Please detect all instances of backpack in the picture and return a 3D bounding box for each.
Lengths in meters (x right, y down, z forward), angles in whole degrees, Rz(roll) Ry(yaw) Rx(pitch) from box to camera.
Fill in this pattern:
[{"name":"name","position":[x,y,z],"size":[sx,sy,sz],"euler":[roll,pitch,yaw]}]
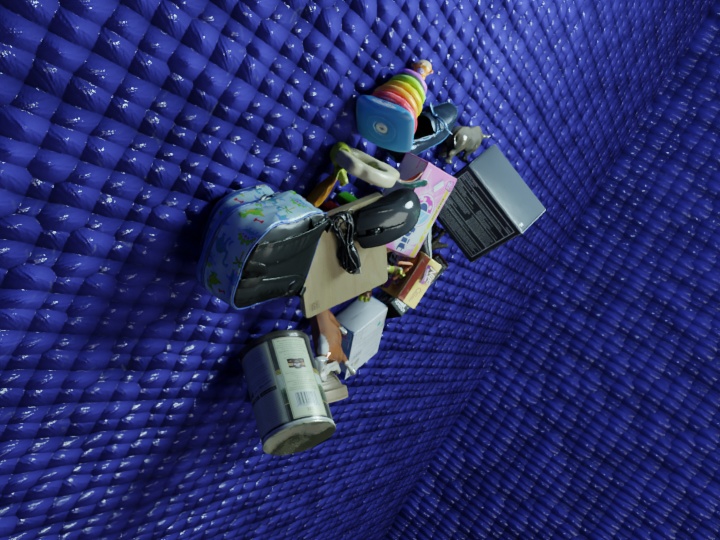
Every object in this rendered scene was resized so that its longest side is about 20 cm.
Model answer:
[{"name":"backpack","position":[-0.170,-0.037,1.246],"size":[0.200,0.147,0.183],"euler":[-24,142,-58]}]

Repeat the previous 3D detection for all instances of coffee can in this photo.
[{"name":"coffee can","position":[-0.145,0.239,1.528],"size":[0.146,0.200,0.146],"euler":[-14,149,-9]}]

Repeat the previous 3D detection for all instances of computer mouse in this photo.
[{"name":"computer mouse","position":[0.045,-0.083,1.475],"size":[0.200,0.053,0.139],"euler":[-31,130,-23]}]

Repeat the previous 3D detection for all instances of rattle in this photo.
[{"name":"rattle","position":[0.017,-0.148,1.457],"size":[0.200,0.130,0.143],"euler":[15,95,-44]}]

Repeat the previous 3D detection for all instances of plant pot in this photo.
[{"name":"plant pot","position":[-0.132,0.249,1.708],"size":[0.201,0.201,0.093],"euler":[-3,83,-62]}]

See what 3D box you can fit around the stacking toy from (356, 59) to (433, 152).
[{"name":"stacking toy","position":[0.083,-0.329,1.454],"size":[0.200,0.116,0.110],"euler":[-57,163,-29]}]

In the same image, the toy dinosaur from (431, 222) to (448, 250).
[{"name":"toy dinosaur","position":[0.163,-0.078,1.977],"size":[0.102,0.077,0.200],"euler":[-48,164,11]}]

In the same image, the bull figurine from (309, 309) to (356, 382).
[{"name":"bull figurine","position":[-0.067,0.164,1.675],"size":[0.065,0.200,0.121],"euler":[-23,135,15]}]

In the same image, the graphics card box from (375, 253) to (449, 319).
[{"name":"graphics card box","position":[0.119,0.041,1.967],"size":[0.200,0.051,0.125],"euler":[-46,-165,-25]}]

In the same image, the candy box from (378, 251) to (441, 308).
[{"name":"candy box","position":[0.094,0.004,1.783],"size":[0.056,0.200,0.117],"euler":[34,89,-23]}]

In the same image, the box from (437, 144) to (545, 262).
[{"name":"box","position":[0.292,-0.156,1.850],"size":[0.123,0.200,0.198],"euler":[-40,-177,-34]}]

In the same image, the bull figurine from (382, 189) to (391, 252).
[{"name":"bull figurine","position":[0.080,-0.127,1.699],"size":[0.121,0.065,0.200],"euler":[-4,124,-43]}]

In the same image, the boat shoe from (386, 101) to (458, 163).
[{"name":"boat shoe","position":[0.139,-0.291,1.609],"size":[0.200,0.084,0.069],"euler":[-47,167,-28]}]

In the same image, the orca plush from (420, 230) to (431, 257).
[{"name":"orca plush","position":[0.129,-0.108,1.824],"size":[0.105,0.071,0.200],"euler":[-54,141,-63]}]

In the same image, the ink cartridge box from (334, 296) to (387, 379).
[{"name":"ink cartridge box","position":[-0.015,0.173,1.916],"size":[0.136,0.076,0.200],"euler":[-36,148,-39]}]

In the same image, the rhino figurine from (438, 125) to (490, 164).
[{"name":"rhino figurine","position":[0.253,-0.304,1.853],"size":[0.200,0.060,0.088],"euler":[-19,140,-57]}]

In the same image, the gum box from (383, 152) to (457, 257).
[{"name":"gum box","position":[0.101,-0.127,1.601],"size":[0.113,0.066,0.200],"euler":[20,101,-51]}]

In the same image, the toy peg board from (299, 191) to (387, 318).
[{"name":"toy peg board","position":[-0.058,-0.044,1.518],"size":[0.199,0.098,0.200],"euler":[-24,128,-28]}]

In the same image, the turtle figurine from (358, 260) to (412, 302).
[{"name":"turtle figurine","position":[0.000,0.000,1.702],"size":[0.200,0.064,0.161],"euler":[4,144,-19]}]
